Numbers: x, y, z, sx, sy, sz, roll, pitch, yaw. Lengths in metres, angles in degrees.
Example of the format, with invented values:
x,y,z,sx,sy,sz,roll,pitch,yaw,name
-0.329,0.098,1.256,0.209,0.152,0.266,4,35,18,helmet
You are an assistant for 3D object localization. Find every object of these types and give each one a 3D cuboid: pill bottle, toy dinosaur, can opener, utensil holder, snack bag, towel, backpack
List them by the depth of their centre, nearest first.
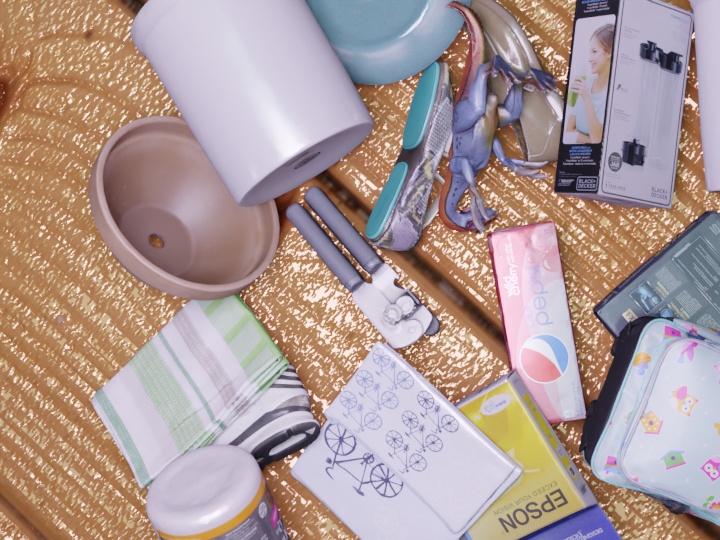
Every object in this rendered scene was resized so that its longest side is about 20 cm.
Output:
x,y,z,sx,sy,sz,roll,pitch,yaw,name
0.327,0.146,1.063,0.199,0.153,0.176,21,90,-2,backpack
0.406,-0.179,1.098,0.169,0.170,0.201,-3,92,5,utensil holder
-0.126,0.280,1.132,0.116,0.116,0.201,-15,120,5,pill bottle
-0.103,-0.188,1.133,0.170,0.170,0.200,-32,86,4,utensil holder
0.120,-0.129,1.141,0.182,0.105,0.200,-52,53,40,toy dinosaur
0.034,0.199,1.148,0.189,0.021,0.200,43,117,12,snack bag
-0.181,0.113,1.182,0.200,0.031,0.149,-45,57,6,towel
0.000,0.000,1.190,0.053,0.066,0.200,-42,78,3,can opener

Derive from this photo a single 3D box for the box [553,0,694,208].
x,y,z,sx,sy,sz,roll,pitch,yaw,name
0.261,-0.167,1.133,0.116,0.060,0.201,5,91,-38,box

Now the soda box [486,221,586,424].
x,y,z,sx,sy,sz,roll,pitch,yaw,name
0.179,0.054,1.166,0.070,0.063,0.201,-10,89,5,soda box

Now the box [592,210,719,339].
x,y,z,sx,sy,sz,roll,pitch,yaw,name
0.358,0.065,1.155,0.158,0.051,0.200,-42,87,3,box

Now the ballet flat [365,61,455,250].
x,y,z,sx,sy,sz,roll,pitch,yaw,name
0.067,-0.113,1.185,0.072,0.072,0.201,20,91,5,ballet flat

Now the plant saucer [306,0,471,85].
x,y,z,sx,sy,sz,roll,pitch,yaw,name
0.015,-0.292,1.169,0.199,0.036,0.201,-2,86,24,plant saucer

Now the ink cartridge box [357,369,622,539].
x,y,z,sx,sy,sz,roll,pitch,yaw,name
0.125,0.231,1.146,0.197,0.047,0.200,-34,84,26,ink cartridge box

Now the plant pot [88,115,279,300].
x,y,z,sx,sy,sz,roll,pitch,yaw,name
-0.191,-0.050,1.166,0.201,0.201,0.093,55,135,3,plant pot

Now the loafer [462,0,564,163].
x,y,z,sx,sy,sz,roll,pitch,yaw,name
0.151,-0.192,1.164,0.067,0.076,0.200,-34,86,-2,loafer

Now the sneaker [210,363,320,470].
x,y,z,sx,sy,sz,roll,pitch,yaw,name
-0.139,0.159,1.204,0.200,0.076,0.116,-29,59,18,sneaker
